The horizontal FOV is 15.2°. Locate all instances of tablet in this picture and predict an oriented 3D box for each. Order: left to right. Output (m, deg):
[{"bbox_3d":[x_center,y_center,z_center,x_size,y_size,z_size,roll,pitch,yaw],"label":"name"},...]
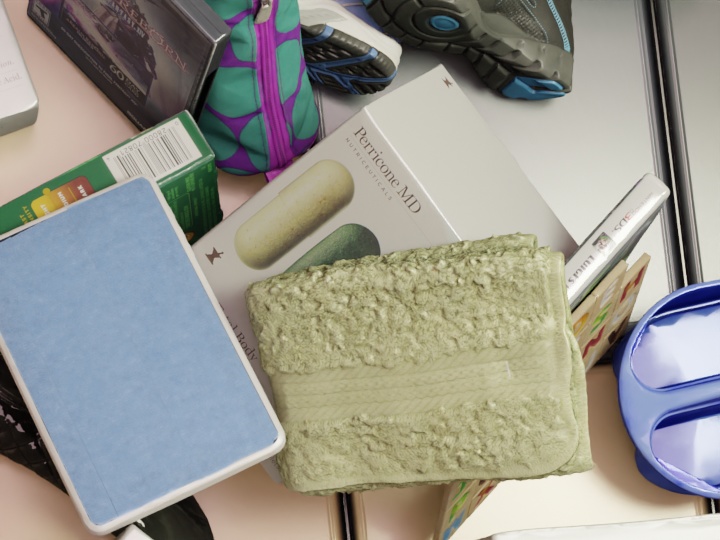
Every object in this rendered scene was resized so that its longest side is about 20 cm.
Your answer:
[{"bbox_3d":[-0.142,0.047,1.604,0.130,0.014,0.201,-25,69,-10],"label":"tablet"}]

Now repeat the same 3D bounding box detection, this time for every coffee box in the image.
[{"bbox_3d":[-0.183,-0.018,1.705,0.199,0.123,0.044,-30,70,-11],"label":"coffee box"}]

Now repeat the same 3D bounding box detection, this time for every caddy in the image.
[{"bbox_3d":[0.260,0.074,1.773,0.199,0.105,0.142,-13,83,-11],"label":"caddy"}]

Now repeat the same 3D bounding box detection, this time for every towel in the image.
[{"bbox_3d":[0.034,0.058,1.577,0.199,0.036,0.149,-6,103,20],"label":"towel"}]

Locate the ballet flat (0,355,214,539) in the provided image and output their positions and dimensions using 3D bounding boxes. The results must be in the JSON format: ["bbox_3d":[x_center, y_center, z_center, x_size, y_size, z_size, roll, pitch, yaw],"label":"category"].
[{"bbox_3d":[-0.174,0.129,1.730,0.200,0.057,0.066,40,35,-3],"label":"ballet flat"}]

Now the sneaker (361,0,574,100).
[{"bbox_3d":[0.069,-0.182,1.771,0.200,0.073,0.082,29,64,-45],"label":"sneaker"}]

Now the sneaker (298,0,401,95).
[{"bbox_3d":[-0.060,-0.189,1.787,0.199,0.076,0.077,27,61,-7],"label":"sneaker"}]

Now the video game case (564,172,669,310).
[{"bbox_3d":[0.116,0.034,1.708,0.023,0.200,0.182,41,77,7],"label":"video game case"}]

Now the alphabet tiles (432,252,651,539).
[{"bbox_3d":[0.116,0.078,1.717,0.008,0.167,0.200,37,64,16],"label":"alphabet tiles"}]

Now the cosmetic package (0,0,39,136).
[{"bbox_3d":[-0.286,-0.176,1.740,0.101,0.074,0.201,-21,86,-12],"label":"cosmetic package"}]

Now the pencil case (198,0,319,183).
[{"bbox_3d":[-0.074,-0.147,1.702,0.085,0.200,0.093,-26,57,-13],"label":"pencil case"}]

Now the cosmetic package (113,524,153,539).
[{"bbox_3d":[-0.149,0.220,1.636,0.071,0.200,0.102,38,78,-2],"label":"cosmetic package"}]

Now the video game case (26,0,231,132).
[{"bbox_3d":[-0.148,-0.156,1.687,0.019,0.200,0.143,-42,84,-20],"label":"video game case"}]

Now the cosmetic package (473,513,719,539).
[{"bbox_3d":[0.153,0.262,1.696,0.165,0.167,0.201,-4,83,-10],"label":"cosmetic package"}]

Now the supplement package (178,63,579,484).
[{"bbox_3d":[0.000,0.000,1.675,0.200,0.151,0.152,-38,89,25],"label":"supplement package"}]
